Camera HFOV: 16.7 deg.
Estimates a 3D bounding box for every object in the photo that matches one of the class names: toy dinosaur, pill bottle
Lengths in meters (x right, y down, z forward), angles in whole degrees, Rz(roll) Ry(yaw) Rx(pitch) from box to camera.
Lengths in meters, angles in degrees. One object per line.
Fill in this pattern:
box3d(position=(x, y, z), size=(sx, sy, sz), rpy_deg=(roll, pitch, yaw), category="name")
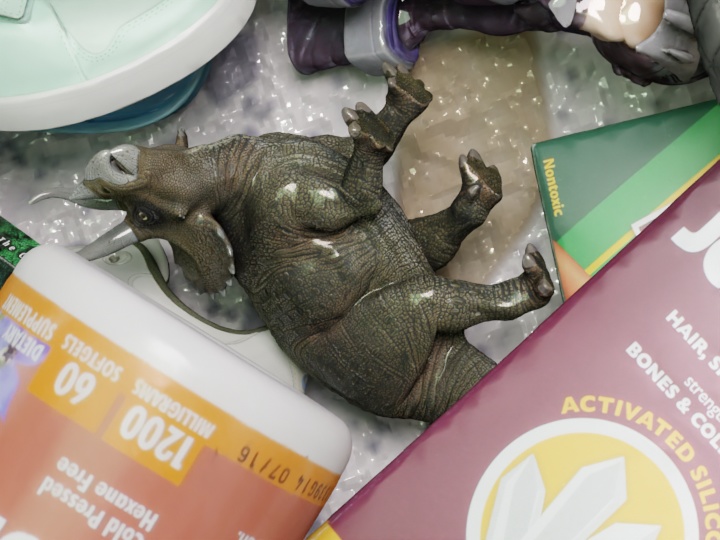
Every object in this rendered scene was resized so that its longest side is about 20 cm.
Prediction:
box3d(position=(0.000, 0.000, 0.813), size=(0.200, 0.077, 0.102), rpy_deg=(40, 117, -18), category="toy dinosaur")
box3d(position=(-0.096, 0.103, 0.697), size=(0.112, 0.112, 0.201), rpy_deg=(30, 87, 15), category="pill bottle")

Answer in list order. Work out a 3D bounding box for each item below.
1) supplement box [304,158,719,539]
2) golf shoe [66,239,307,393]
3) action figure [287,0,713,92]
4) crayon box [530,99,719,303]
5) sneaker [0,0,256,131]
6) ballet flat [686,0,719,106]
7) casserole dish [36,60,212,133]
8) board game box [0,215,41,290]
box3d(position=(0.096, 0.058, 0.726), size=(0.200, 0.086, 0.110), rpy_deg=(-43, 74, 2), category="supplement box")
box3d(position=(-0.110, 0.024, 0.860), size=(0.199, 0.078, 0.098), rpy_deg=(25, 67, 12), category="golf shoe")
box3d(position=(0.058, -0.095, 0.805), size=(0.199, 0.130, 0.070), rpy_deg=(10, 80, 26), category="action figure")
box3d(position=(0.161, 0.039, 0.790), size=(0.171, 0.058, 0.201), rpy_deg=(-14, 78, 10), category="crayon box")
box3d(position=(-0.138, -0.111, 0.790), size=(0.199, 0.119, 0.074), rpy_deg=(-3, 42, 8), category="sneaker")
box3d(position=(0.119, -0.111, 0.679), size=(0.066, 0.057, 0.202), rpy_deg=(-8, 82, 7), category="ballet flat")
box3d(position=(-0.130, -0.108, 0.891), size=(0.198, 0.039, 0.122), rpy_deg=(4, 82, 14), category="casserole dish")
box3d(position=(-0.157, 0.059, 0.818), size=(0.104, 0.023, 0.201), rpy_deg=(34, 123, 7), category="board game box")
